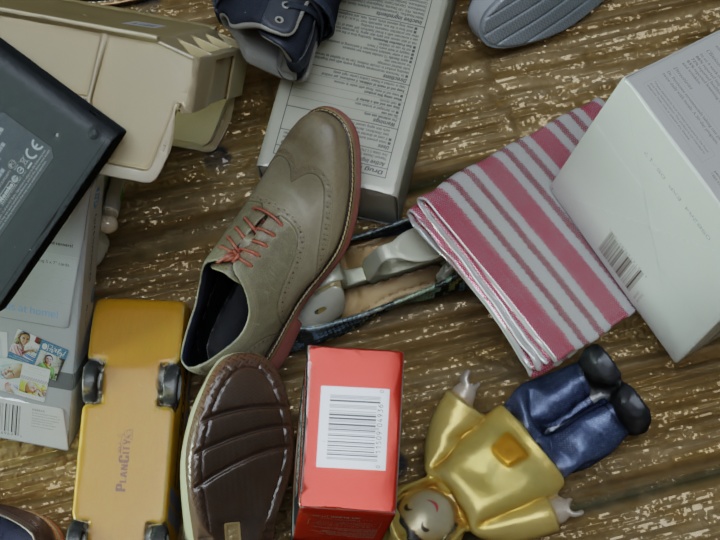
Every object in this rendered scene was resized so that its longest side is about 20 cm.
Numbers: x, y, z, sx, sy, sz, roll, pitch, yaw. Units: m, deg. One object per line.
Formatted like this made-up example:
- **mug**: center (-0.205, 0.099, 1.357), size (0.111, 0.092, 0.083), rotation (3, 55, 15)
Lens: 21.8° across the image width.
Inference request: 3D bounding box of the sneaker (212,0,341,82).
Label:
- **sneaker**: center (-0.002, -0.197, 1.256), size (0.202, 0.077, 0.146), rotation (1, 62, 14)

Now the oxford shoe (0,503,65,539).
- **oxford shoe**: center (-0.300, 0.173, 1.244), size (0.199, 0.073, 0.071), rotation (2, 75, 3)

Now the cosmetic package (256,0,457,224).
- **cosmetic package**: center (0.002, -0.143, 1.325), size (0.103, 0.073, 0.200), rotation (14, 75, 7)

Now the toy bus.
- **toy bus**: center (-0.153, 0.120, 1.252), size (0.065, 0.078, 0.200), rotation (2, 74, 2)

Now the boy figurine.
- **boy figurine**: center (0.091, 0.126, 1.251), size (0.200, 0.064, 0.124), rotation (-31, 78, -10)

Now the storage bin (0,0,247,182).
- **storage bin**: center (-0.191, -0.128, 1.252), size (0.198, 0.200, 0.094), rotation (11, 100, 5)

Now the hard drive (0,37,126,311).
- **hard drive**: center (-0.264, -0.088, 1.147), size (0.200, 0.033, 0.140), rotation (36, 101, 0)

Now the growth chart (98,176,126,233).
- **growth chart**: center (-0.254, -0.073, 1.297), size (0.200, 0.145, 0.018), rotation (7, 116, 2)

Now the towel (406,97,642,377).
- **towel**: center (0.144, -0.027, 1.278), size (0.200, 0.030, 0.146), rotation (-30, 76, -34)

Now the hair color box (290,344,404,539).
- **hair color box**: center (-0.011, 0.118, 1.183), size (0.061, 0.200, 0.102), rotation (4, 74, -2)

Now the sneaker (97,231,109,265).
- **sneaker**: center (-0.276, -0.006, 1.304), size (0.200, 0.078, 0.100), rotation (4, 96, -1)

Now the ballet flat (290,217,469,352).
- **ballet flat**: center (0.000, 0.000, 1.287), size (0.200, 0.074, 0.074), rotation (-22, 74, -4)

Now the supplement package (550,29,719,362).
- **supplement package**: center (0.264, -0.069, 1.228), size (0.200, 0.151, 0.152), rotation (-27, 74, -25)

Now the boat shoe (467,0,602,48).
- **boat shoe**: center (0.156, -0.231, 1.357), size (0.200, 0.072, 0.062), rotation (-32, 51, -11)

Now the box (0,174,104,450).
- **box**: center (-0.256, 0.014, 1.240), size (0.156, 0.041, 0.200), rotation (10, 118, 2)

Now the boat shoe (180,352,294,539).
- **boat shoe**: center (-0.090, 0.154, 1.229), size (0.075, 0.075, 0.203), rotation (5, 88, -19)

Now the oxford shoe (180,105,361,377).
- **oxford shoe**: center (-0.059, -0.015, 1.233), size (0.070, 0.075, 0.200), rotation (25, 101, 29)

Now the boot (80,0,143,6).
- **boot**: center (-0.227, -0.240, 1.343), size (0.200, 0.075, 0.074), rotation (10, 74, -15)
